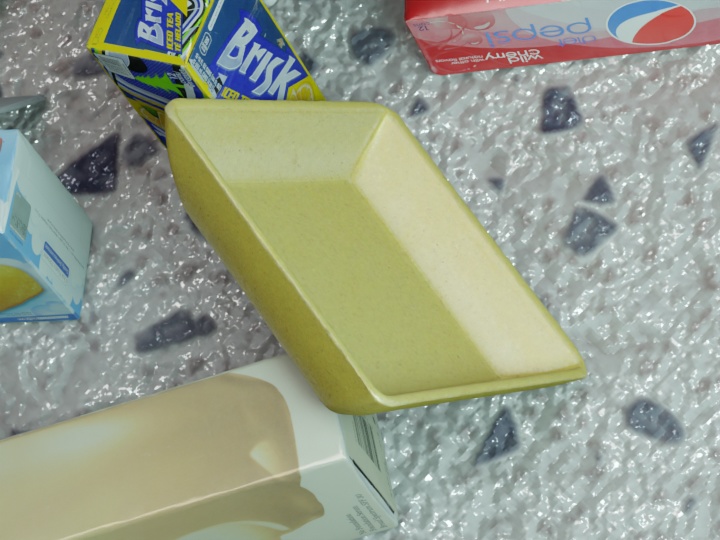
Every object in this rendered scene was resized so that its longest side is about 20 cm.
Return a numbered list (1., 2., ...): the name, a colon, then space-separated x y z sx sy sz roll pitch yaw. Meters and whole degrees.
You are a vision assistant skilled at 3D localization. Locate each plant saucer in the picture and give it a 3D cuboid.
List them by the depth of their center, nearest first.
1. plant saucer: 0.000 0.000 1.376 0.048 0.200 0.200 -49 66 27

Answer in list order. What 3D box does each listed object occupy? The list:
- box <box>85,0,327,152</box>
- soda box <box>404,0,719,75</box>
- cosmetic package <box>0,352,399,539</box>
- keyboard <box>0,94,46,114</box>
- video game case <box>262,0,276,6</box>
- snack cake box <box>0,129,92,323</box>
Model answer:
1. box: -0.073 -0.095 1.433 0.064 0.200 0.070 13 70 24
2. soda box: 0.127 -0.160 1.475 0.199 0.070 0.064 -6 64 15
3. cosmetic package: -0.091 0.114 1.393 0.199 0.105 0.071 -18 60 11
4. keyboard: -0.241 -0.085 1.503 0.056 0.200 0.011 3 101 16
5. video game case: -0.071 -0.259 1.461 0.200 0.023 0.182 32 77 27
6. snack cake box: -0.266 -0.020 1.509 0.199 0.115 0.067 -3 64 17
